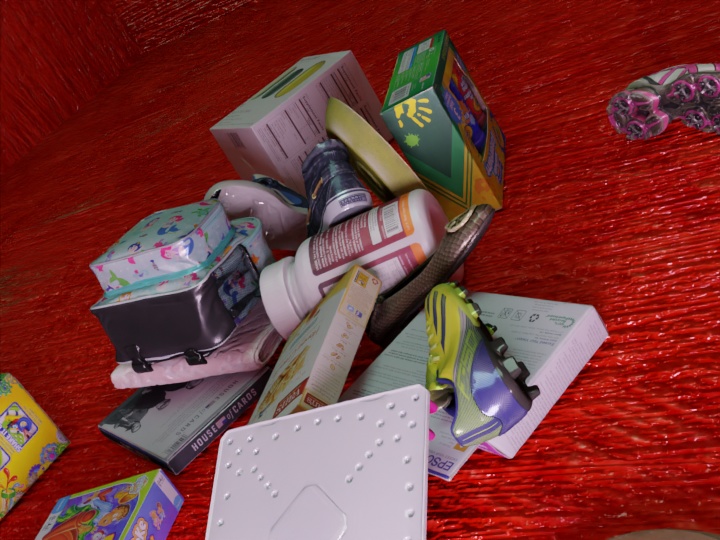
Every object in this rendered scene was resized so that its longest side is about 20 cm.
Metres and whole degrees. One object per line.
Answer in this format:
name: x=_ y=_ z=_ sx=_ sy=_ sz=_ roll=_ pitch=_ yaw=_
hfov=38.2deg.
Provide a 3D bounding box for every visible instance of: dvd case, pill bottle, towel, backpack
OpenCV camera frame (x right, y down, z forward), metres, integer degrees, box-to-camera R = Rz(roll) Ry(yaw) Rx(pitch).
dvd case: x=-0.197 y=0.148 z=1.162 sx=0.150 sy=0.025 sz=0.200 roll=-43 pitch=26 yaw=-24
pill bottle: x=0.000 y=0.000 z=1.105 sx=0.200 sy=0.110 sz=0.110 roll=-23 pitch=25 yaw=18
towel: x=-0.163 y=0.073 z=1.208 sx=0.200 sy=0.032 sz=0.191 roll=-12 pitch=20 yaw=27
backpack: x=-0.191 y=0.005 z=1.166 sx=0.177 sy=0.151 sz=0.200 roll=-12 pitch=16 yaw=27

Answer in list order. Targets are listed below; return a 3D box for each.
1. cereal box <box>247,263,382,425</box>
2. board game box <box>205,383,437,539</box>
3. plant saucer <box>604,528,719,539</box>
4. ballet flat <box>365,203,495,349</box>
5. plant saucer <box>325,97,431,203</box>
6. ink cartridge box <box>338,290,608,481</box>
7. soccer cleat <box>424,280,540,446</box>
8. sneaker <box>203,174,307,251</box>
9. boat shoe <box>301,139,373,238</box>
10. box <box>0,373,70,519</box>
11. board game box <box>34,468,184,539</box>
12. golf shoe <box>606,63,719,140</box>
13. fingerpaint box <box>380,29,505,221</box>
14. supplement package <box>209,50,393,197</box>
cereal box: x=-0.052 y=0.101 z=0.984 sx=0.144 sy=0.039 sz=0.200 roll=-47 pitch=13 yaw=38
board game box: x=-0.033 y=0.198 z=0.776 sx=0.200 sy=0.026 sz=0.200 roll=-18 pitch=50 yaw=29
plant saucer: x=0.157 y=0.220 z=0.589 sx=0.200 sy=0.030 sz=0.200 roll=-27 pitch=23 yaw=12
ballet flat: x=0.060 y=0.002 z=1.001 sx=0.200 sy=0.046 sz=0.067 roll=-52 pitch=-7 yaw=38
plant saucer: x=0.022 y=-0.113 z=1.194 sx=0.031 sy=0.200 sz=0.200 roll=-43 pitch=24 yaw=-3
ink cartridge box: x=0.082 y=0.099 z=0.900 sx=0.200 sy=0.043 sz=0.196 roll=-46 pitch=28 yaw=-23
soccer cleat: x=0.076 y=0.070 z=0.839 sx=0.084 sy=0.065 sz=0.200 roll=-38 pitch=25 yaw=5
sneaker: x=-0.143 y=-0.084 z=1.345 sx=0.146 sy=0.200 sz=0.081 roll=34 pitch=105 yaw=48
boat shoe: x=-0.031 y=-0.069 z=1.196 sx=0.071 sy=0.091 sz=0.200 roll=-14 pitch=-20 yaw=-17
box: x=-0.492 y=0.232 z=1.237 sx=0.200 sy=0.122 sz=0.193 roll=-8 pitch=34 yaw=43
board game box: x=-0.257 y=0.280 z=0.951 sx=0.134 sy=0.045 sz=0.200 roll=-20 pitch=26 yaw=25
golf shoe: x=0.356 y=-0.191 z=1.093 sx=0.092 sy=0.073 sz=0.200 roll=-41 pitch=25 yaw=-24
fingerpaint box: x=0.106 y=-0.172 z=1.241 sx=0.073 sy=0.167 sz=0.200 roll=-24 pitch=24 yaw=22
supplement package: x=-0.086 y=-0.209 z=1.564 sx=0.200 sy=0.151 sz=0.152 roll=-41 pitch=25 yaw=-21
